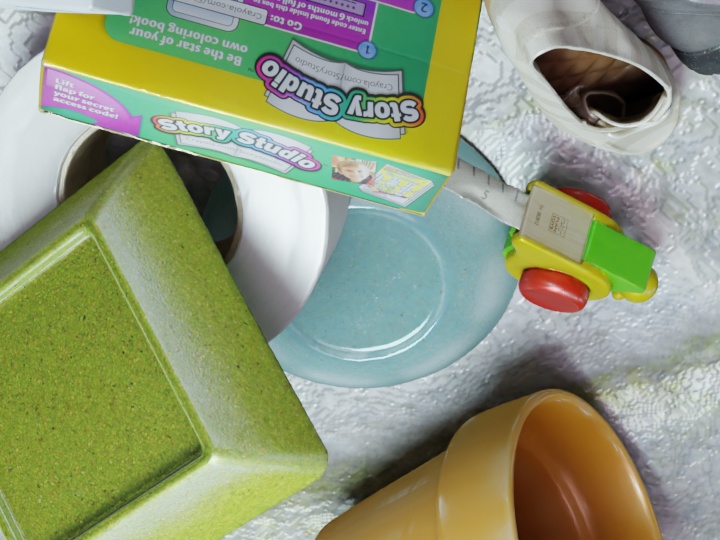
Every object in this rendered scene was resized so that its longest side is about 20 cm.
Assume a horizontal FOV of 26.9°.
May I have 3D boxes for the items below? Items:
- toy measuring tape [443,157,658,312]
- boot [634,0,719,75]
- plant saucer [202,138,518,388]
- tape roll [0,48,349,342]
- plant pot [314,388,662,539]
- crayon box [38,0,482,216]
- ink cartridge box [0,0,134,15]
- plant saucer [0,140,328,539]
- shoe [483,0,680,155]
[{"bbox_3d":[0.087,-0.027,0.872,0.199,0.074,0.074,25,119,-21],"label":"toy measuring tape"},{"bbox_3d":[0.213,-0.172,0.742,0.199,0.070,0.131,-29,143,28],"label":"boot"},{"bbox_3d":[0.000,0.000,0.911,0.200,0.039,0.202,0,121,0],"label":"plant saucer"},{"bbox_3d":[-0.107,-0.048,0.839,0.201,0.071,0.204,5,114,10],"label":"tape roll"},{"bbox_3d":[0.072,0.196,0.958,0.183,0.201,0.200,-21,121,32],"label":"plant pot"},{"bbox_3d":[-0.041,-0.138,0.749,0.199,0.173,0.058,15,159,-9],"label":"crayon box"},{"bbox_3d":[-0.186,-0.222,0.681,0.199,0.041,0.201,9,98,24],"label":"ink cartridge box"},{"bbox_3d":[-0.145,0.065,0.789,0.200,0.048,0.200,-34,79,23],"label":"plant saucer"},{"bbox_3d":[0.123,-0.098,0.792,0.070,0.054,0.200,-32,149,18],"label":"shoe"}]
